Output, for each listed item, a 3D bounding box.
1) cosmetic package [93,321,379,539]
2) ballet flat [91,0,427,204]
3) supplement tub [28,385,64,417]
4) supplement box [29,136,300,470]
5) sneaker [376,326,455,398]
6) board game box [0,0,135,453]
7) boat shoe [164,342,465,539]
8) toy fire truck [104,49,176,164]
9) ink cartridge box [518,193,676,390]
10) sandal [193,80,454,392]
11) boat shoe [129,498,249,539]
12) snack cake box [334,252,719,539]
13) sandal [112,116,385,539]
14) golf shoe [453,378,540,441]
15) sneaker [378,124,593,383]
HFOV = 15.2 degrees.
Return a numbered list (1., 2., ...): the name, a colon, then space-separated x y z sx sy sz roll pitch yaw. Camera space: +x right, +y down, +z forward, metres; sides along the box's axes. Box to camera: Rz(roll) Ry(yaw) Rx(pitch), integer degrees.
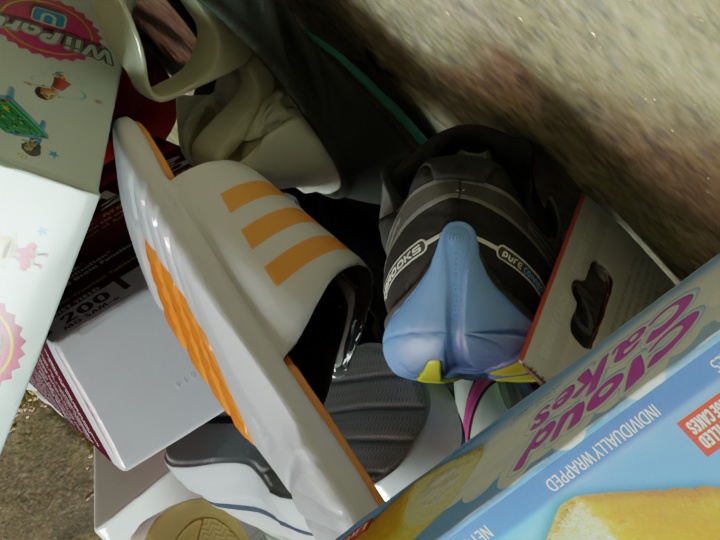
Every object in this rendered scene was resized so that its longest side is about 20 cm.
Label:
1. cosmetic package: -0.014 0.103 1.211 0.200 0.123 0.200 47 -169 -20
2. ballet flat: -0.044 -0.074 0.928 0.068 0.068 0.200 28 162 53
3. supplement tub: -0.172 -0.028 1.412 0.200 0.144 0.144 51 168 -34
4. supplement box: -0.087 0.007 1.076 0.061 0.109 0.200 62 167 -17
5. sneaker: 0.078 0.091 1.119 0.200 0.072 0.072 47 178 2
6. board game box: -0.134 -0.034 0.963 0.064 0.148 0.200 19 -147 -11
7. boat shoe: -0.003 0.072 0.998 0.067 0.074 0.200 41 166 -20
8. toy fire truck: -0.191 -0.077 1.220 0.200 0.168 0.112 35 167 44
9. ink cartridge box: 0.110 0.083 0.841 0.200 0.050 0.109 47 -149 -12
10. sandal: -0.001 0.000 1.065 0.200 0.048 0.075 42 151 16
11. boat shoe: -0.070 0.187 1.099 0.069 0.071 0.201 9 111 54
12. snack cake box: 0.075 0.091 0.751 0.115 0.200 0.067 46 -154 -9
13. sandal: -0.015 0.029 0.890 0.207 0.059 0.079 56 165 22
14. golf shoe: 0.054 0.103 0.950 0.073 0.092 0.201 39 -152 -43
15. sneaker: 0.043 -0.005 0.888 0.070 0.083 0.200 2 179 6
